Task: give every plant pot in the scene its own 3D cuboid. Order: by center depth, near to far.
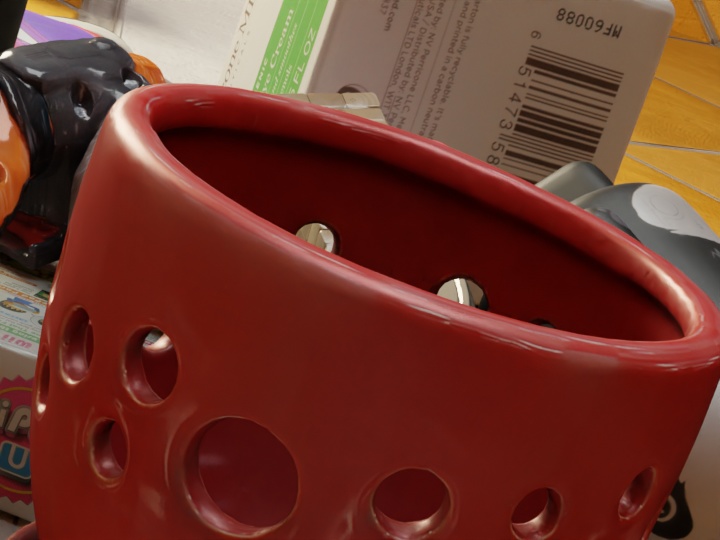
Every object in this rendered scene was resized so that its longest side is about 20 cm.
[{"bbox_3d":[-0.009,0.062,0.752,0.199,0.184,0.201,19,13,-4],"label":"plant pot"}]

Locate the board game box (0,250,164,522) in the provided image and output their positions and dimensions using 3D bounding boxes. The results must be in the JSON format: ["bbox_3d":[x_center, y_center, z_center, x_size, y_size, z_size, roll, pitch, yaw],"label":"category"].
[{"bbox_3d":[-0.101,0.040,0.964,0.146,0.065,0.200,21,12,7],"label":"board game box"}]

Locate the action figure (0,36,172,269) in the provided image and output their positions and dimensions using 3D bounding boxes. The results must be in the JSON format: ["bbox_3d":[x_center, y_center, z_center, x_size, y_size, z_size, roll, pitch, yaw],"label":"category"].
[{"bbox_3d":[-0.111,-0.041,0.921,0.199,0.105,0.193,27,20,25],"label":"action figure"}]

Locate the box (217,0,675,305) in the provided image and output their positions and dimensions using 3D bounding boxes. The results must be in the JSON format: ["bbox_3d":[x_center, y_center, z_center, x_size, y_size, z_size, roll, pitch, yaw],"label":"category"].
[{"bbox_3d":[0.038,-0.105,1.422,0.198,0.200,0.171,15,14,-19],"label":"box"}]

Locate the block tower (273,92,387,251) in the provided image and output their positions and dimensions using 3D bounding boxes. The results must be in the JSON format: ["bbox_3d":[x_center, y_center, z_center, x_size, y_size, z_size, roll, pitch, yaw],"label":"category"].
[{"bbox_3d":[0.000,0.000,1.100,0.057,0.054,0.201,-3,45,-21],"label":"block tower"}]

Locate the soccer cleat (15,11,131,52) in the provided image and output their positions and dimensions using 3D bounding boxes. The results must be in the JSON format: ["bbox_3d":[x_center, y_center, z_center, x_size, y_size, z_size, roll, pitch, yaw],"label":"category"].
[{"bbox_3d":[-0.210,-0.118,1.389,0.199,0.069,0.073,14,22,-29],"label":"soccer cleat"}]

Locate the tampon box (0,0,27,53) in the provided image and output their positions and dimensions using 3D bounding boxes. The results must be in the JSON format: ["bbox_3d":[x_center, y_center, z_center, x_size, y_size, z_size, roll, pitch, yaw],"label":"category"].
[{"bbox_3d":[-0.263,-0.130,1.197,0.125,0.151,0.200,24,14,18],"label":"tampon box"}]

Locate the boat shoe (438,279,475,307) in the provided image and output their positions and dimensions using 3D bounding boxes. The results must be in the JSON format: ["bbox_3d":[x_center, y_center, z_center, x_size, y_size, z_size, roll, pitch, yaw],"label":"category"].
[{"bbox_3d":[0.020,0.061,0.970,0.066,0.057,0.201,-11,35,3],"label":"boat shoe"}]

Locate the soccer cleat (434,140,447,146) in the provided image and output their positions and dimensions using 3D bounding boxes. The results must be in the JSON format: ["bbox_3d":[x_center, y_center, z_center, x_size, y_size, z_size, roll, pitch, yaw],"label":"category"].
[{"bbox_3d":[-0.015,-0.017,1.196,0.068,0.074,0.200,22,21,27],"label":"soccer cleat"}]

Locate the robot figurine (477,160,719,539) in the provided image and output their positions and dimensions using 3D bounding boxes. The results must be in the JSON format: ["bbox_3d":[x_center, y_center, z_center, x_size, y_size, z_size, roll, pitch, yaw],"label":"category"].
[{"bbox_3d":[0.127,0.044,1.094,0.150,0.125,0.200,9,34,-45],"label":"robot figurine"}]
